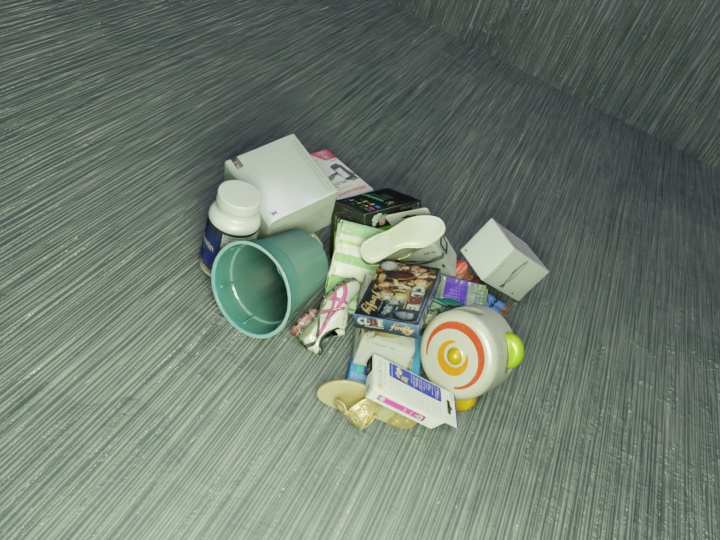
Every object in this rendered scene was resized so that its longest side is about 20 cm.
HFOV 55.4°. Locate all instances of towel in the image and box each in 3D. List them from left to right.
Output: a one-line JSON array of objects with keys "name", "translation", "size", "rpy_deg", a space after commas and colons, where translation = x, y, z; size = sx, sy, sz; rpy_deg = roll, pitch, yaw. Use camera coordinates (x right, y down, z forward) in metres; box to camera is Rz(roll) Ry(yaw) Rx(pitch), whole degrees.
[{"name": "towel", "translation": [0.000, 0.000, 1.557], "size": [0.149, 0.204, 0.023], "rpy_deg": [14, -3, -11]}, {"name": "towel", "translation": [0.203, 0.080, 1.620], "size": [0.196, 0.023, 0.147], "rpy_deg": [16, 72, -8]}]

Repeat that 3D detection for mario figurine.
[{"name": "mario figurine", "translation": [0.270, 0.061, 1.714], "size": [0.200, 0.106, 0.123], "rpy_deg": [44, -2, 11]}]

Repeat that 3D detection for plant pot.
[{"name": "plant pot", "translation": [-0.176, 0.010, 1.443], "size": [0.199, 0.203, 0.196], "rpy_deg": [34, 31, 15]}]

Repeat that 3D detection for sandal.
[{"name": "sandal", "translation": [0.017, 0.273, 1.309], "size": [0.208, 0.078, 0.070], "rpy_deg": [19, 31, -14]}]

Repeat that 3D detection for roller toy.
[{"name": "roller toy", "translation": [0.221, 0.171, 1.435], "size": [0.183, 0.201, 0.139], "rpy_deg": [50, 29, 21]}]

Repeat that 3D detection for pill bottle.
[{"name": "pill bottle", "translation": [-0.278, -0.085, 1.480], "size": [0.113, 0.202, 0.117], "rpy_deg": [14, 37, -11]}]

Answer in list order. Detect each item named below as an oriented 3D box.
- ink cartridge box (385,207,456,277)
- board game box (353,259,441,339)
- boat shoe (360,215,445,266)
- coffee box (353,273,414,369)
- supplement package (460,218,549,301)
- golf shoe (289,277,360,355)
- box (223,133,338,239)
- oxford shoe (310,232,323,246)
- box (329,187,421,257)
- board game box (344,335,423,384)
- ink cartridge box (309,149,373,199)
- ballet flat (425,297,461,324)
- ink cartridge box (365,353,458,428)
[{"name": "ink cartridge box", "translation": [0.142, -0.056, 1.627], "size": [0.114, 0.200, 0.068], "rpy_deg": [-9, 55, 26]}, {"name": "board game box", "translation": [0.079, 0.054, 1.398], "size": [0.133, 0.035, 0.201], "rpy_deg": [9, 35, 16]}, {"name": "boat shoe", "translation": [0.092, -0.065, 1.526], "size": [0.198, 0.060, 0.073], "rpy_deg": [-21, 76, -6]}, {"name": "coffee box", "translation": [0.049, 0.110, 1.443], "size": [0.111, 0.081, 0.202], "rpy_deg": [14, 37, -8]}, {"name": "supplement package", "translation": [0.370, -0.024, 1.752], "size": [0.198, 0.117, 0.118], "rpy_deg": [24, 28, -45]}, {"name": "golf shoe", "translation": [-0.059, 0.098, 1.473], "size": [0.092, 0.073, 0.200], "rpy_deg": [43, 60, 5]}, {"name": "box", "translation": [-0.190, -0.178, 1.602], "size": [0.198, 0.131, 0.200], "rpy_deg": [-28, 68, -27]}, {"name": "oxford shoe", "translation": [-0.173, -0.112, 1.691], "size": [0.199, 0.075, 0.058], "rpy_deg": [40, 82, 8]}, {"name": "box", "translation": [0.036, -0.103, 1.684], "size": [0.198, 0.152, 0.123], "rpy_deg": [-19, 32, -40]}, {"name": "board game box", "translation": [0.051, 0.194, 1.447], "size": [0.149, 0.046, 0.202], "rpy_deg": [20, 38, -3]}, {"name": "ink cartridge box", "translation": [-0.084, -0.225, 1.842], "size": [0.199, 0.085, 0.144], "rpy_deg": [42, 42, 23]}, {"name": "ballet flat", "translation": [0.168, 0.092, 1.516], "size": [0.198, 0.075, 0.075], "rpy_deg": [15, 30, -53]}, {"name": "ink cartridge box", "translation": [0.100, 0.243, 1.336], "size": [0.197, 0.037, 0.095], "rpy_deg": [26, 32, -14]}]
